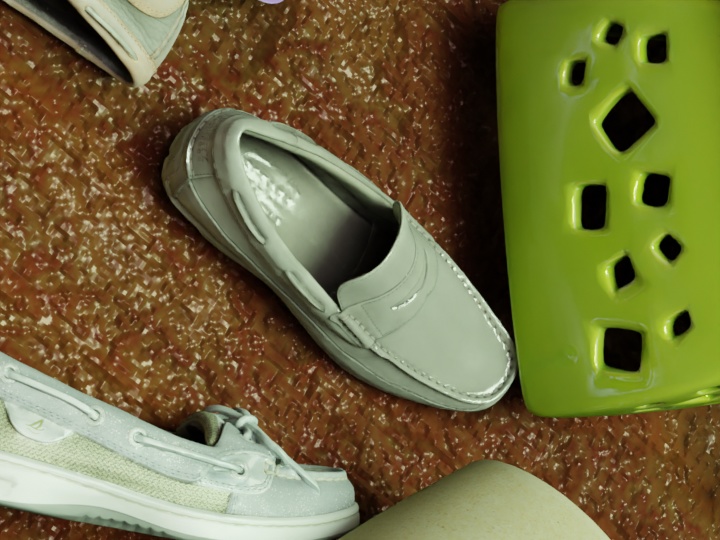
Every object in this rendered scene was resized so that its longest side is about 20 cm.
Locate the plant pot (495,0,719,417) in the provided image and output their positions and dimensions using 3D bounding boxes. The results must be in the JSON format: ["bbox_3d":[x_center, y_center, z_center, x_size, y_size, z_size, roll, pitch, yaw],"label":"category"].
[{"bbox_3d":[0.196,-0.038,0.817,0.199,0.181,0.201,-4,88,-42],"label":"plant pot"}]

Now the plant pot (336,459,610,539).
[{"bbox_3d":[0.019,0.180,0.718,0.200,0.187,0.188,-47,109,-23],"label":"plant pot"}]

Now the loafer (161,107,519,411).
[{"bbox_3d":[0.000,0.000,0.784,0.199,0.070,0.070,35,71,-24],"label":"loafer"}]

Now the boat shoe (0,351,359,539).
[{"bbox_3d":[-0.089,0.074,0.730,0.200,0.074,0.065,14,85,-21],"label":"boat shoe"}]

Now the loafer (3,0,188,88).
[{"bbox_3d":[-0.155,-0.138,0.708,0.199,0.072,0.063,23,83,-30],"label":"loafer"}]

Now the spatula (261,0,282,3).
[{"bbox_3d":[-0.052,-0.218,0.791,0.056,0.020,0.202,10,78,-51],"label":"spatula"}]
